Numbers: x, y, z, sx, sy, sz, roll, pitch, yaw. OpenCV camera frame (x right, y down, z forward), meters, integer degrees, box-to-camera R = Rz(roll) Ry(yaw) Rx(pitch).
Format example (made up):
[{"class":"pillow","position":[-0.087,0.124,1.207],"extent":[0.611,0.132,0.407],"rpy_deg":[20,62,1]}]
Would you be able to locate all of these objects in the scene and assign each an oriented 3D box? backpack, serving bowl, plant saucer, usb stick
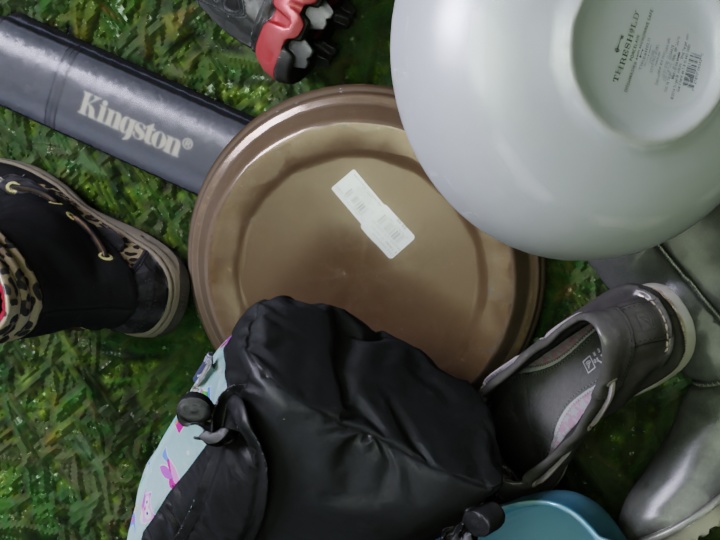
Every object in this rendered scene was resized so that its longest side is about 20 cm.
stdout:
[{"class":"backpack","position":[-0.036,0.115,0.806],"extent":[0.167,0.127,0.200],"rpy_deg":[31,127,-10]},{"class":"serving bowl","position":[0.118,-0.101,0.719],"extent":[0.200,0.066,0.201],"rpy_deg":[-3,97,-22]},{"class":"plant saucer","position":[0.000,0.000,0.849],"extent":[0.200,0.029,0.201],"rpy_deg":[2,104,10]},{"class":"usb stick","position":[-0.130,-0.089,0.892],"extent":[0.200,0.033,0.056],"rpy_deg":[25,100,11]}]

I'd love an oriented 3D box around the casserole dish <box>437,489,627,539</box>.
[{"class":"casserole dish","position":[0.080,0.180,0.824],"extent":[0.200,0.039,0.121],"rpy_deg":[-31,93,39]}]

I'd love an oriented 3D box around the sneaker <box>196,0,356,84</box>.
[{"class":"sneaker","position":[-0.025,-0.205,0.834],"extent":[0.098,0.071,0.201],"rpy_deg":[31,102,10]}]

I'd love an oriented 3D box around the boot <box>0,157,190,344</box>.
[{"class":"boot","position":[-0.210,-0.012,0.851],"extent":[0.200,0.151,0.073],"rpy_deg":[26,105,23]}]

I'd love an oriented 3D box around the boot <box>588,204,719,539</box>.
[{"class":"boot","position":[0.151,0.024,0.807],"extent":[0.182,0.073,0.200],"rpy_deg":[-40,90,2]}]

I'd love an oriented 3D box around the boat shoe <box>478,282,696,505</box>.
[{"class":"boat shoe","position":[0.087,0.070,0.791],"extent":[0.200,0.057,0.067],"rpy_deg":[-50,59,45]}]
